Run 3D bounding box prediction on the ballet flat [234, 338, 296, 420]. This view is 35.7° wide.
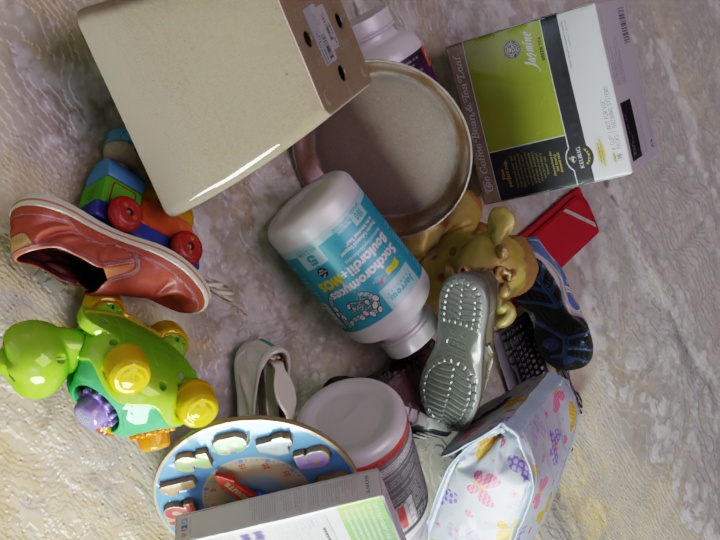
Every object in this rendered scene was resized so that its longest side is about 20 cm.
[{"bbox_3d":[-0.091,0.170,1.145,0.069,0.069,0.202,-6,90,-41],"label":"ballet flat"}]

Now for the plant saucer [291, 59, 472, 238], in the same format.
[{"bbox_3d":[0.025,-0.132,1.206,0.201,0.199,0.032,63,24,-17],"label":"plant saucer"}]

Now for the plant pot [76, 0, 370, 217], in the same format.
[{"bbox_3d":[-0.106,-0.195,1.047,0.201,0.176,0.200,67,25,-14],"label":"plant pot"}]

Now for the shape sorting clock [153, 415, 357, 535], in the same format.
[{"bbox_3d":[-0.098,0.216,1.067,0.200,0.199,0.039,46,26,-28],"label":"shape sorting clock"}]

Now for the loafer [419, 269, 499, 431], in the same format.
[{"bbox_3d":[0.117,0.085,1.203,0.070,0.075,0.201,-31,140,-47],"label":"loafer"}]

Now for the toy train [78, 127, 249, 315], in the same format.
[{"bbox_3d":[-0.179,-0.045,1.086,0.199,0.084,0.117,31,54,-35],"label":"toy train"}]

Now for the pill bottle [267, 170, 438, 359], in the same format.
[{"bbox_3d":[0.000,0.000,1.197,0.200,0.110,0.111,50,57,-18],"label":"pill bottle"}]

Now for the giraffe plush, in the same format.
[{"bbox_3d":[0.131,-0.008,1.288,0.200,0.161,0.174,-37,110,-37],"label":"giraffe plush"}]

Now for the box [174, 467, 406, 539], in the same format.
[{"bbox_3d":[-0.059,0.262,1.065,0.037,0.198,0.145,-97,172,-45],"label":"box"}]

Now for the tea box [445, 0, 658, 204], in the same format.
[{"bbox_3d":[0.234,-0.204,1.357,0.133,0.195,0.202,-28,106,-59],"label":"tea box"}]

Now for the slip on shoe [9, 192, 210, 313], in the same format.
[{"bbox_3d":[-0.223,0.000,0.996,0.199,0.074,0.062,28,53,-34],"label":"slip on shoe"}]

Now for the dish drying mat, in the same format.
[{"bbox_3d":[0.252,-0.034,1.492,0.200,0.018,0.077,-38,112,-36],"label":"dish drying mat"}]

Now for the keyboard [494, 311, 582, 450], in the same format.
[{"bbox_3d":[0.242,0.151,1.466,0.127,0.021,0.201,-29,106,-38],"label":"keyboard"}]

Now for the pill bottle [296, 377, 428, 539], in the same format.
[{"bbox_3d":[0.009,0.219,1.162,0.116,0.115,0.201,-47,138,-33],"label":"pill bottle"}]

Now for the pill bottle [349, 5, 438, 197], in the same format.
[{"bbox_3d":[0.038,-0.189,1.257,0.112,0.112,0.201,-39,111,-36],"label":"pill bottle"}]

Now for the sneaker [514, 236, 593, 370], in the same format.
[{"bbox_3d":[0.247,0.043,1.421,0.077,0.075,0.201,-74,144,-52],"label":"sneaker"}]

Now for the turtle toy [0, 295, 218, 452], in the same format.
[{"bbox_3d":[-0.226,0.091,1.001,0.199,0.146,0.101,32,101,-34],"label":"turtle toy"}]

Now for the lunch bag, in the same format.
[{"bbox_3d":[0.162,0.219,1.256,0.169,0.126,0.201,-35,147,-56],"label":"lunch bag"}]

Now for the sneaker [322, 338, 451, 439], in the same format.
[{"bbox_3d":[0.032,0.116,1.262,0.199,0.075,0.117,26,63,-46],"label":"sneaker"}]
